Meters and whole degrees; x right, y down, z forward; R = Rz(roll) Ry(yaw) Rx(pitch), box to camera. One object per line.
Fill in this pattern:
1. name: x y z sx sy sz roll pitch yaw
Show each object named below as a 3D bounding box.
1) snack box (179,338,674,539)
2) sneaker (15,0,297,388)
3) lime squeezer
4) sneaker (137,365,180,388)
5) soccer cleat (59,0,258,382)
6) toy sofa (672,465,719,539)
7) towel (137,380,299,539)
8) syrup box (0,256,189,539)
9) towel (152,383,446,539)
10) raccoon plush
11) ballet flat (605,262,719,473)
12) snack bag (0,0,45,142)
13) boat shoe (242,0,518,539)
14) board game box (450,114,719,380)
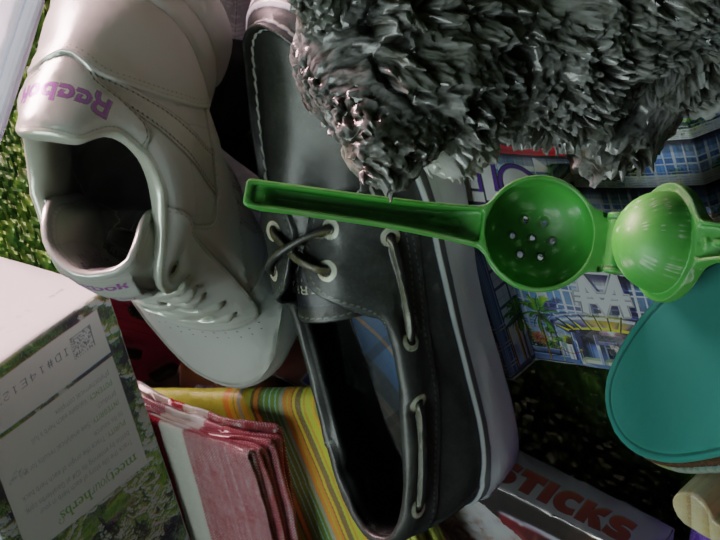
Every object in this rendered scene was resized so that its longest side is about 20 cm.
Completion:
1. snack box: 0.020 0.081 0.958 0.200 0.024 0.072 26 138 20
2. sneaker: -0.074 -0.014 0.863 0.075 0.100 0.200 5 142 21
3. lime squeezer: 0.070 -0.015 0.771 0.200 0.038 0.071 6 160 27
4. sneaker: -0.042 0.060 1.053 0.200 0.077 0.082 41 115 15
5. soccer cleat: -0.069 -0.039 0.983 0.070 0.086 0.200 11 136 -16
6. toy sofa: 0.132 0.128 0.883 0.098 0.083 0.200 30 139 27
7. towel: -0.091 0.098 1.008 0.200 0.023 0.144 17 131 40
8. syrup box: -0.118 0.101 0.955 0.081 0.079 0.200 14 130 41
9. towel: -0.050 0.080 0.983 0.200 0.018 0.086 -2 116 46
10. raccoon plush: 0.065 -0.095 0.696 0.200 0.134 0.097 -44 73 29
11. ballet flat: 0.154 -0.003 0.765 0.069 0.071 0.200 58 136 18
12. snack bag: -0.169 -0.145 0.931 0.200 0.021 0.189 50 134 29
13. boat shoe: 0.000 0.000 0.848 0.069 0.057 0.200 4 122 46
14. board game box: 0.039 -0.063 0.854 0.200 0.062 0.200 7 124 45
